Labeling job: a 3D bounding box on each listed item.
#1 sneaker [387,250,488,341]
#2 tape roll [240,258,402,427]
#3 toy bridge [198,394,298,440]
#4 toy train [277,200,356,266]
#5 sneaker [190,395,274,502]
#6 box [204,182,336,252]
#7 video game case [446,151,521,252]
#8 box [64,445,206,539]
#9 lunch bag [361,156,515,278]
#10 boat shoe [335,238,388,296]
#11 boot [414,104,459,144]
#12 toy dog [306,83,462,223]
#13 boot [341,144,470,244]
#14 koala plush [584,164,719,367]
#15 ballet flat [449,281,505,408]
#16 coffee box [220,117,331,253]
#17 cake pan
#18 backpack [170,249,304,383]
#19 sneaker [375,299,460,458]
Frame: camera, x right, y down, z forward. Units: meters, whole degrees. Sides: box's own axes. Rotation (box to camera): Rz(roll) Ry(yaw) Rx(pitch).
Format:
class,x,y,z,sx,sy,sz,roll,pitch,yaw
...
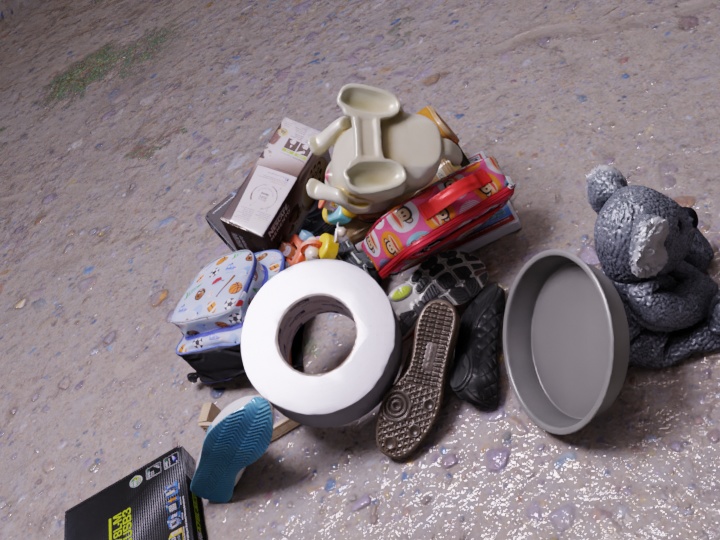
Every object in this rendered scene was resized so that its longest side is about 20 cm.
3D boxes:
class,x,y,z,sx,sy,sz,roll,pitch,yaw
sneaker,0.080,0.042,1.160,0.198,0.085,0.078,-30,77,-10
tape roll,-0.048,0.090,1.074,0.197,0.066,0.203,-5,66,11
toy bridge,-0.138,0.204,1.172,0.198,0.027,0.068,-11,44,25
toy train,-0.068,-0.070,1.284,0.201,0.055,0.151,-60,30,18
sneaker,-0.161,0.209,1.076,0.201,0.076,0.081,-55,17,40
box,-0.135,-0.094,1.430,0.199,0.044,0.160,-40,67,-11
video game case,0.151,-0.097,1.311,0.142,0.018,0.201,-25,38,9
box,-0.293,0.350,1.103,0.191,0.048,0.201,-28,37,2
lunch bag,0.107,-0.077,1.147,0.199,0.082,0.176,-30,-7,-25
boat shoe,0.000,0.000,1.264,0.071,0.072,0.200,-38,37,-5
boot,0.063,-0.170,1.246,0.144,0.071,0.201,-41,13,4
toy dog,0.019,-0.144,1.130,0.191,0.142,0.200,-9,-11,-20
boot,0.069,-0.128,1.318,0.199,0.067,0.175,-32,6,17
koala plush,0.315,-0.010,0.950,0.182,0.201,0.178,-25,38,9
ballet flat,0.155,0.092,1.088,0.066,0.057,0.201,-39,21,42
coffee box,-0.128,-0.122,1.355,0.079,0.113,0.202,23,70,16
cake pan,0.226,0.078,0.950,0.036,0.203,0.201,1,29,-24
backpack,-0.174,0.058,1.268,0.198,0.155,0.191,-9,34,29
sneaker,0.081,0.139,1.064,0.070,0.076,0.202,20,82,18
